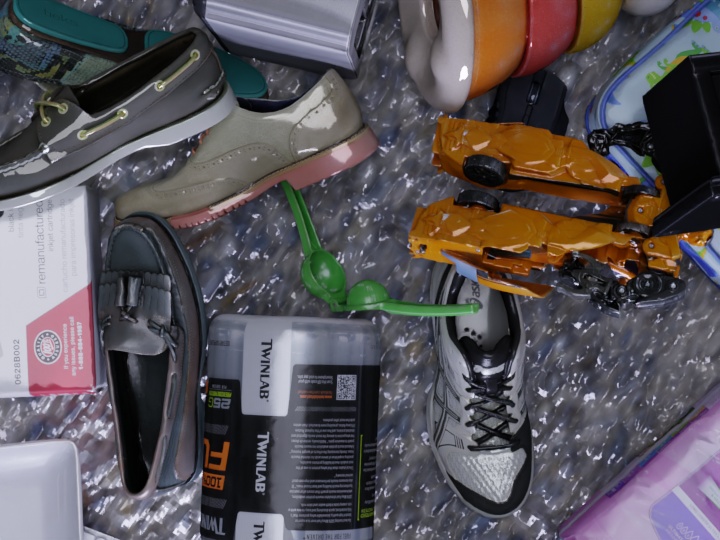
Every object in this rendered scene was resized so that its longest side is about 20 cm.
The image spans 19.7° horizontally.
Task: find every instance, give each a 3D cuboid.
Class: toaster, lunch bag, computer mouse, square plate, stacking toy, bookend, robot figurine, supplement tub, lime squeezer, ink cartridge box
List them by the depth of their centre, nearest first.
[{"bbox_3d":[0.275,-0.140,1.363,0.198,0.092,0.201,-7,76,-19],"label":"bookend"},{"bbox_3d":[0.140,-0.039,1.401,0.199,0.058,0.146,12,66,9],"label":"robot figurine"},{"bbox_3d":[-0.037,-0.238,1.405,0.118,0.200,0.182,15,88,4],"label":"toaster"},{"bbox_3d":[0.132,-0.192,1.432,0.199,0.146,0.147,-8,89,-11],"label":"stacking toy"},{"bbox_3d":[-0.049,0.132,1.433,0.122,0.123,0.201,2,88,-1],"label":"supplement tub"},{"bbox_3d":[-0.283,0.018,1.451,0.199,0.083,0.148,-3,89,-1],"label":"ink cartridge box"},{"bbox_3d":[0.266,-0.086,1.463,0.161,0.082,0.200,-43,90,-3],"label":"lunch bag"},{"bbox_3d":[0.000,0.000,1.463,0.200,0.038,0.071,38,103,29],"label":"lime squeezer"},{"bbox_3d":[-0.288,0.222,1.465,0.197,0.028,0.201,-4,94,2],"label":"square plate"},{"bbox_3d":[0.134,-0.152,1.487,0.058,0.034,0.201,17,88,0],"label":"computer mouse"}]

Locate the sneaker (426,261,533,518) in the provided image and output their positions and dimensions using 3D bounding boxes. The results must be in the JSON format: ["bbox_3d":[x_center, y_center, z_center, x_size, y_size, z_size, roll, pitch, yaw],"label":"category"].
[{"bbox_3d":[0.082,0.077,1.454,0.075,0.088,0.201,-9,90,-3],"label":"sneaker"}]

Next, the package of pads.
[{"bbox_3d":[0.250,0.166,1.461,0.200,0.076,0.121,-41,92,-2],"label":"package of pads"}]

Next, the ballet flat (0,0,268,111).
[{"bbox_3d":[-0.165,-0.139,1.464,0.199,0.074,0.075,19,88,-17],"label":"ballet flat"}]

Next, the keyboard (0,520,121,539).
[{"bbox_3d":[-0.253,0.193,1.484,0.199,0.011,0.057,21,89,-1],"label":"keyboard"}]

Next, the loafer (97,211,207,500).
[{"bbox_3d":[-0.147,0.062,1.434,0.072,0.063,0.201,1,106,29],"label":"loafer"}]

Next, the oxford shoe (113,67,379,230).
[{"bbox_3d":[-0.090,-0.083,1.449,0.199,0.071,0.074,-21,105,11],"label":"oxford shoe"}]

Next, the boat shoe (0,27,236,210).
[{"bbox_3d":[-0.185,-0.101,1.395,0.201,0.072,0.061,-24,119,-8],"label":"boat shoe"}]
